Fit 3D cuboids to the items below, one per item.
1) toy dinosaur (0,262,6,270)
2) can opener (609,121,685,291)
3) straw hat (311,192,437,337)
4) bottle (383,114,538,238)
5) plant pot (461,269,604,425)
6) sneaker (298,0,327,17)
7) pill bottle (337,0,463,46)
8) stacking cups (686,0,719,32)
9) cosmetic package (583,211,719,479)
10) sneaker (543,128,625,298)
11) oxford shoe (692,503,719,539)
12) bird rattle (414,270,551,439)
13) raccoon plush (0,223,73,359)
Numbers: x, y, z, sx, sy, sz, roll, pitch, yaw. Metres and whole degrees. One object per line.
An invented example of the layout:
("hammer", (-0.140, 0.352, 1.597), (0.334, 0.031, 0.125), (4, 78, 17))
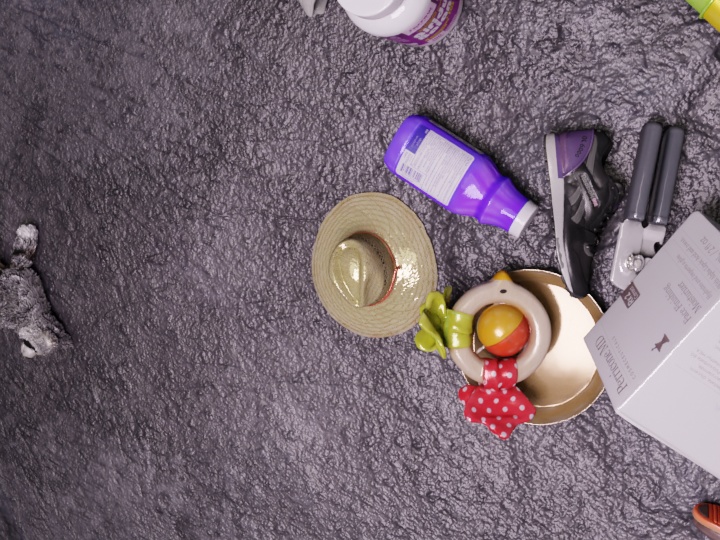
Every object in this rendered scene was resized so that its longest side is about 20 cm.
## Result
("toy dinosaur", (-0.638, 0.042, 1.408), (0.077, 0.103, 0.200), (32, 125, -15))
("can opener", (0.329, -0.071, 0.988), (0.052, 0.066, 0.201), (10, 95, -1))
("straw hat", (0.000, 0.000, 1.123), (0.200, 0.085, 0.202), (4, 100, 22))
("bottle", (0.128, -0.114, 1.061), (0.200, 0.065, 0.084), (34, 111, 14))
("plant pot", (0.221, 0.096, 1.079), (0.199, 0.027, 0.201), (4, 100, 23))
("sneaker", (-0.003, -0.390, 1.075), (0.199, 0.076, 0.092), (-18, 99, 32))
("pill bottle", (0.043, -0.326, 0.988), (0.112, 0.200, 0.113), (4, 101, 22))
("stacking cups", (0.352, -0.340, 0.931), (0.200, 0.060, 0.061), (48, 113, 9))
("cosmetic package", (0.378, 0.080, 0.909), (0.165, 0.165, 0.200), (33, 110, -11))
("sneaker", (0.269, -0.069, 0.998), (0.087, 0.076, 0.201), (-6, 88, 17))
("oxford shoe", (0.473, 0.349, 0.992), (0.199, 0.071, 0.073), (32, 114, 15))
("bird rattle", (0.160, 0.094, 1.040), (0.163, 0.113, 0.200), (-41, 85, 7))
("raccoon plush", (-0.515, 0.040, 1.349), (0.133, 0.097, 0.201), (19, 105, 11))
